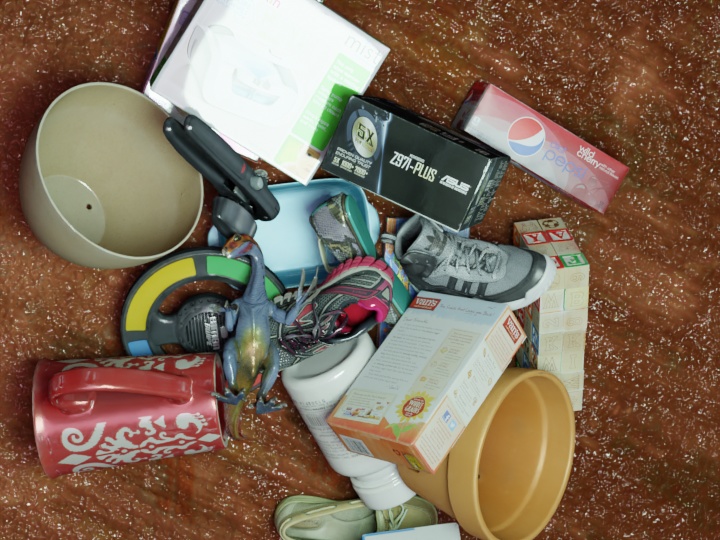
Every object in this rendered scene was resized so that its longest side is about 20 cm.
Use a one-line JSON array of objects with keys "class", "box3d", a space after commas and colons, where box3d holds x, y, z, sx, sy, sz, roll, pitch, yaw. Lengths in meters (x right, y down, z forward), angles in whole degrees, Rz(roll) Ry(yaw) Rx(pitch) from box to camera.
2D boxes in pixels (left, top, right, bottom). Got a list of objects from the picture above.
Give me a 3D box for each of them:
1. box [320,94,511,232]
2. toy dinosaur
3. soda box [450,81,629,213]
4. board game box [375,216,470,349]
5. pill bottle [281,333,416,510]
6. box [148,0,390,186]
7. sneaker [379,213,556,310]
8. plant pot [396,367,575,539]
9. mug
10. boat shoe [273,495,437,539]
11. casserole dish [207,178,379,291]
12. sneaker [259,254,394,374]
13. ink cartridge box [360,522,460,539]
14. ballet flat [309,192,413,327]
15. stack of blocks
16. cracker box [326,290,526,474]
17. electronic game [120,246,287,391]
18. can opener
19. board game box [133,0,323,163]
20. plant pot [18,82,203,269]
[{"class": "box", "box3d": [0.064, -0.117, 1.633, 0.163, 0.200, 0.087, 26, 99, 9]}, {"class": "toy dinosaur", "box3d": [-0.132, 0.060, 1.647, 0.104, 0.200, 0.183, 11, 56, -27]}, {"class": "soda box", "box3d": [0.208, -0.143, 1.757, 0.199, 0.070, 0.064, 29, 92, -14]}, {"class": "board game box", "box3d": [0.072, 0.037, 1.795, 0.102, 0.019, 0.201, 2, 101, -12]}, {"class": "pill bottle", "box3d": [-0.001, 0.174, 1.755, 0.114, 0.114, 0.201, -30, 114, -3]}, {"class": "box", "box3d": [-0.100, -0.222, 1.632, 0.199, 0.097, 0.177, 32, 96, -14]}, {"class": "sneaker", "box3d": [0.112, -0.013, 1.675, 0.114, 0.199, 0.076, 39, 63, -43]}, {"class": "plant pot", "box3d": [0.134, 0.200, 1.717, 0.199, 0.139, 0.202, -14, 109, -48]}, {"class": "mug", "box3d": [-0.252, 0.158, 1.662, 0.199, 0.178, 0.134, -5, 95, 0]}, {"class": "boat shoe", "box3d": [-0.002, 0.305, 1.811, 0.199, 0.063, 0.074, 6, 100, -11]}, {"class": "casserole dish", "box3d": [-0.078, -0.043, 1.742, 0.199, 0.039, 0.122, -8, 102, -9]}, {"class": "sneaker", "box3d": [-0.051, 0.058, 1.668, 0.200, 0.075, 0.081, -35, 122, 25]}, {"class": "ink cartridge box", "box3d": [0.051, 0.364, 1.797, 0.115, 0.200, 0.068, -5, 66, -9]}, {"class": "ballet flat", "box3d": [0.000, 0.000, 1.717, 0.072, 0.072, 0.201, -33, 119, -3]}, {"class": "stack of blocks", "box3d": [0.220, 0.054, 1.774, 0.058, 0.115, 0.201, -7, 120, -8]}, {"class": "cracker box", "box3d": [0.073, 0.118, 1.650, 0.200, 0.133, 0.058, -53, 128, -25]}, {"class": "electronic game", "box3d": [-0.173, 0.063, 1.720, 0.199, 0.042, 0.201, -3, 118, -5]}, {"class": "can opener", "box3d": [-0.145, -0.105, 1.625, 0.063, 0.079, 0.200, -8, 145, 19]}, {"class": "board game box", "box3d": [-0.149, -0.242, 1.688, 0.152, 0.040, 0.201, 22, 97, -14]}, {"class": "plant pot", "box3d": [-0.289, -0.084, 1.633, 0.199, 0.134, 0.202, 18, 60, -33]}]
